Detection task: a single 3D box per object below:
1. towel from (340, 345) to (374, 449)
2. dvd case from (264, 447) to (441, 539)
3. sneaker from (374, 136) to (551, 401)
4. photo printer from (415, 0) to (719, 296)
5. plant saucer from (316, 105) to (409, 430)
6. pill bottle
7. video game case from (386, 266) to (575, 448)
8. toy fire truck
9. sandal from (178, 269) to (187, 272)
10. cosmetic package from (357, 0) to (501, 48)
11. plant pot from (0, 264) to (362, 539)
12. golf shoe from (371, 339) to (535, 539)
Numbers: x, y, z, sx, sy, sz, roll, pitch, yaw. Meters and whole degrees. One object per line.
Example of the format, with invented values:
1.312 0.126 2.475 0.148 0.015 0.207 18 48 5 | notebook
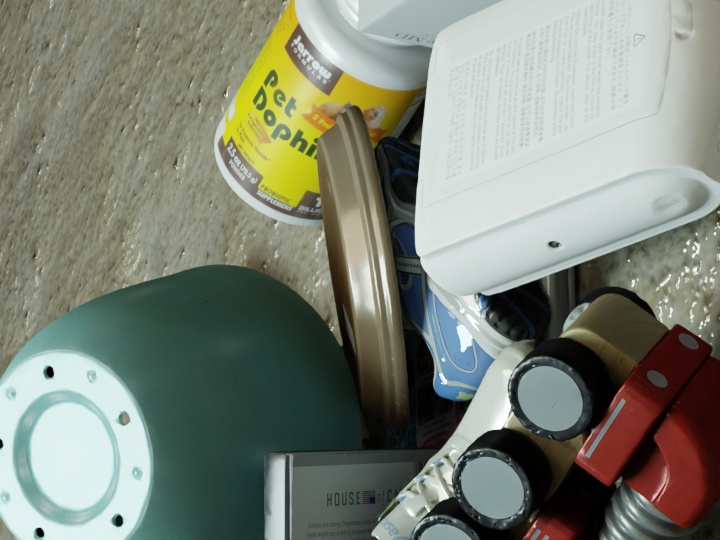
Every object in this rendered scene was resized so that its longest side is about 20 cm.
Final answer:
-0.010 0.168 1.552 0.144 0.023 0.200 114 152 -45 | towel
-0.001 0.204 1.382 0.025 0.150 0.200 -3 86 37 | dvd case
0.042 -0.006 1.415 0.077 0.076 0.200 -58 33 28 | sneaker
0.123 -0.087 1.287 0.200 0.069 0.166 -23 51 40 | photo printer
0.000 0.000 1.453 0.200 0.029 0.200 171 90 -85 | plant saucer
-0.013 -0.129 1.588 0.200 0.109 0.109 -56 34 41 | pill bottle
0.070 0.045 1.455 0.200 0.024 0.182 -32 54 56 | video game case
0.143 0.137 1.198 0.129 0.200 0.176 -39 -18 -56 | toy fire truck
-0.092 0.060 1.724 0.200 0.079 0.087 -131 52 -60 | sandal
0.087 -0.195 1.418 0.200 0.101 0.071 -26 58 60 | cosmetic package
-0.126 0.102 1.414 0.201 0.161 0.201 3 96 32 | plant pot
0.057 0.133 1.335 0.078 0.097 0.200 43 128 49 | golf shoe
